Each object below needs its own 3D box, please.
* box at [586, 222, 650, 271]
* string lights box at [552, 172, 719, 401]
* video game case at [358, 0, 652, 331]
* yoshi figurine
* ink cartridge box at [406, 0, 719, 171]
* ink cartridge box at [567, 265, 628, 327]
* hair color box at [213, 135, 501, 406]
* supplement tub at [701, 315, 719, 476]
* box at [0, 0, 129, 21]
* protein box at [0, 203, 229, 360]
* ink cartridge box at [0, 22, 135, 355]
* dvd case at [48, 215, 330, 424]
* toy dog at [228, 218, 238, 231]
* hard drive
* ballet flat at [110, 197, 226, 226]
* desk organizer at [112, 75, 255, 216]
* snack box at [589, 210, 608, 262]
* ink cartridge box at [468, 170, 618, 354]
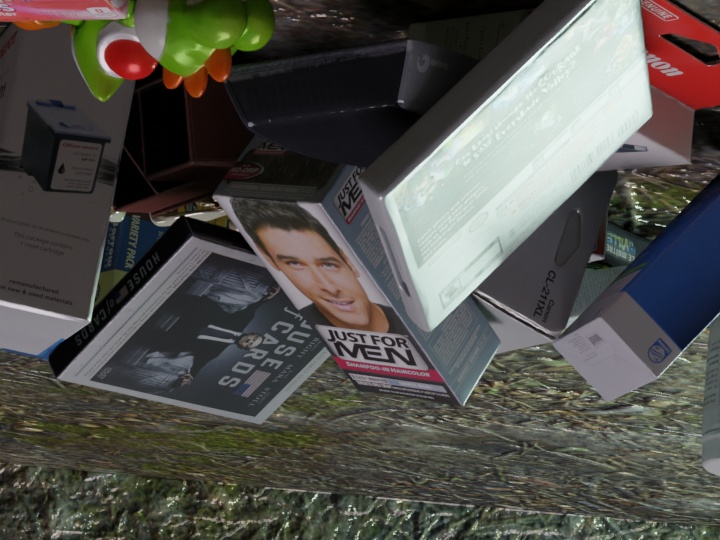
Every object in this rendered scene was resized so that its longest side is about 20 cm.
[{"bbox_3d":[0.171,-0.013,1.887,0.110,0.035,0.200,-5,163,38],"label":"box"},{"bbox_3d":[0.228,-0.006,1.555,0.059,0.200,0.103,47,163,0],"label":"string lights box"},{"bbox_3d":[0.089,-0.073,1.319,0.023,0.200,0.182,42,168,24],"label":"video game case"},{"bbox_3d":[-0.113,-0.168,1.296,0.200,0.112,0.112,12,135,50],"label":"yoshi figurine"},{"bbox_3d":[0.155,-0.115,1.445,0.176,0.045,0.200,-4,163,40],"label":"ink cartridge box"},{"bbox_3d":[0.154,0.026,1.853,0.200,0.041,0.199,-5,176,-36],"label":"ink cartridge box"},{"bbox_3d":[0.000,0.000,1.514,0.099,0.061,0.200,5,141,43],"label":"hair color box"},{"bbox_3d":[0.329,0.056,1.746,0.132,0.200,0.132,6,167,1],"label":"supplement tub"},{"bbox_3d":[-0.224,-0.189,1.192,0.200,0.095,0.103,1,166,20],"label":"box"},{"bbox_3d":[-0.164,0.012,1.924,0.198,0.135,0.200,15,164,-32],"label":"protein box"},{"bbox_3d":[-0.213,-0.057,1.516,0.086,0.200,0.146,12,165,-18],"label":"ink cartridge box"},{"bbox_3d":[-0.094,0.038,1.578,0.200,0.025,0.150,17,126,-46],"label":"dvd case"},{"bbox_3d":[-0.038,-0.058,1.647,0.200,0.096,0.132,-33,-169,24],"label":"toy dog"},{"bbox_3d":[0.020,-0.093,1.338,0.135,0.042,0.200,-6,172,26],"label":"hard drive"},{"bbox_3d":[-0.165,-0.067,1.751,0.200,0.064,0.076,3,167,15],"label":"ballet flat"},{"bbox_3d":[-0.132,-0.088,1.595,0.077,0.072,0.200,-1,172,-33],"label":"desk organizer"},{"bbox_3d":[0.117,-0.031,1.751,0.024,0.072,0.200,13,165,-32],"label":"snack box"},{"bbox_3d":[0.078,-0.018,1.645,0.083,0.146,0.200,30,158,-22],"label":"ink cartridge box"}]
